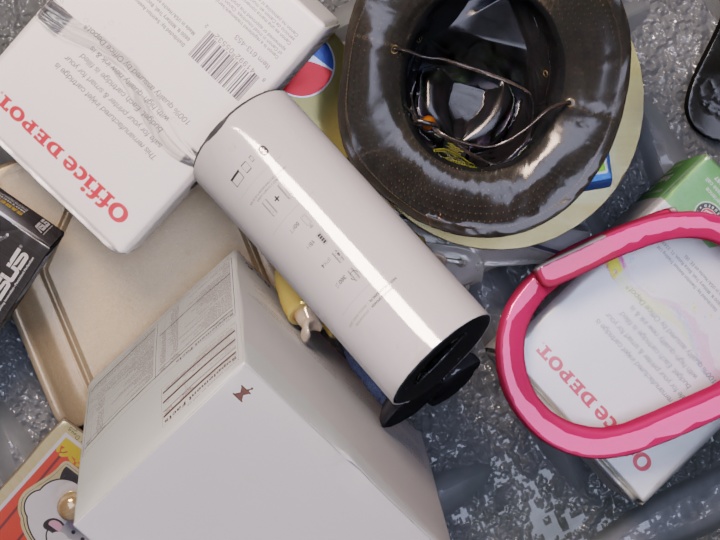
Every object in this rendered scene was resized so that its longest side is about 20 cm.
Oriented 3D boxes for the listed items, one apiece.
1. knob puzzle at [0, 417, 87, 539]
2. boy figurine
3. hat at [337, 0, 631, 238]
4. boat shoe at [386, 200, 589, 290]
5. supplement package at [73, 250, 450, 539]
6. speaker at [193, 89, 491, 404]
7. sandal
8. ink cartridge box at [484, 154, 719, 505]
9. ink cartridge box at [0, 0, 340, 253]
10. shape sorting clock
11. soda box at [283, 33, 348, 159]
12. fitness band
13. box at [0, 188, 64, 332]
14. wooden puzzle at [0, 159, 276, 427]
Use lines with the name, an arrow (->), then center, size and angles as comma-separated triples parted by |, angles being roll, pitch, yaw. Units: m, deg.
knob puzzle -> -0.195, 0.230, 1.288 | 0.218, 0.030, 0.221 | -2, 101, -8
boy figurine -> 0.000, 0.000, 1.242 | 0.124, 0.064, 0.201 | -20, 70, -30
hat -> 0.078, -0.126, 1.209 | 0.199, 0.081, 0.202 | 0, 99, 1
boat shoe -> 0.057, -0.017, 1.314 | 0.198, 0.071, 0.070 | 8, 98, -4
supplement package -> -0.063, 0.128, 1.202 | 0.147, 0.200, 0.191 | -42, 108, 10
speaker -> -0.012, -0.015, 1.165 | 0.081, 0.081, 0.200 | -41, 73, -5
sandal -> 0.290, -0.187, 1.349 | 0.075, 0.045, 0.201 | 20, 88, -6
ink cartridge box -> 0.207, 0.041, 1.321 | 0.200, 0.087, 0.145 | -44, 94, -6
ink cartridge box -> -0.134, -0.133, 1.226 | 0.145, 0.084, 0.200 | 43, 100, -2
shape sorting clock -> 0.091, -0.114, 1.269 | 0.198, 0.039, 0.202 | 0, 94, -4
soda box -> -0.062, -0.162, 1.297 | 0.064, 0.068, 0.200 | -40, 94, -4
fitness band -> 0.186, 0.042, 1.260 | 0.199, 0.037, 0.144 | -22, 94, -4
box -> -0.314, 0.014, 1.251 | 0.158, 0.048, 0.200 | 35, 104, -6
wooden puzzle -> -0.149, -0.012, 1.308 | 0.199, 0.037, 0.186 | -23, 93, -10
